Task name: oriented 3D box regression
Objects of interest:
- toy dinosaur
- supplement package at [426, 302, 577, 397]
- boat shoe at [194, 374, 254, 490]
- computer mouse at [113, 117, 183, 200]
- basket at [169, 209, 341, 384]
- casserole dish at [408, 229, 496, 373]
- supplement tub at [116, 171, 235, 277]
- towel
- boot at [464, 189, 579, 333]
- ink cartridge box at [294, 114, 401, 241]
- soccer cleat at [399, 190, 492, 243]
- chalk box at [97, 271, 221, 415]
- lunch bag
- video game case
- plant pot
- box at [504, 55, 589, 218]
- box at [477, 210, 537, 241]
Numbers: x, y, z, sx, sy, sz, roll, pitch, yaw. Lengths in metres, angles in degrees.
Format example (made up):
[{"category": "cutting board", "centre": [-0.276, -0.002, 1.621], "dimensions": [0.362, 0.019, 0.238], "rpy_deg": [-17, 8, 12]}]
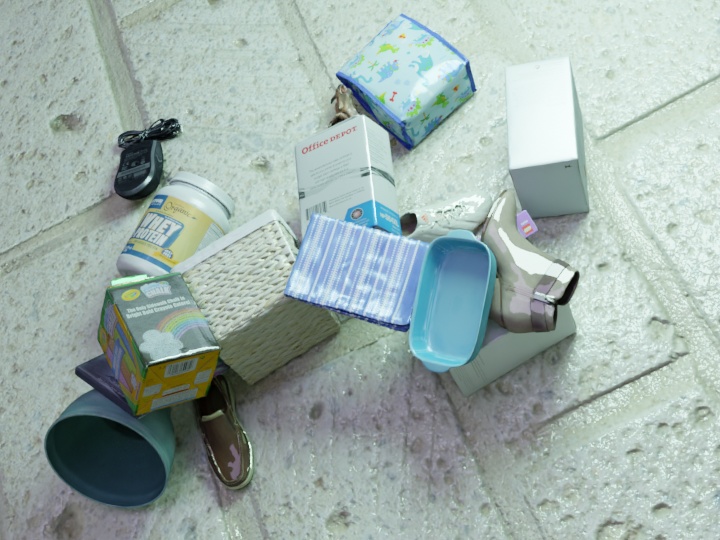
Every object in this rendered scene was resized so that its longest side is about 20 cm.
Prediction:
[{"category": "toy dinosaur", "centre": [-0.032, -0.212, 1.798], "dimensions": [0.135, 0.086, 0.201], "rpy_deg": [28, 86, 39]}, {"category": "supplement package", "centre": [0.201, 0.073, 1.518], "dimensions": [0.199, 0.120, 0.122], "rpy_deg": [-31, 56, 2]}, {"category": "boat shoe", "centre": [-0.226, 0.247, 1.610], "dimensions": [0.074, 0.075, 0.203], "rpy_deg": [-27, 56, 5]}, {"category": "computer mouse", "centre": [-0.411, -0.201, 1.955], "dimensions": [0.138, 0.053, 0.201], "rpy_deg": [-12, 46, 16]}, {"category": "basket", "centre": [-0.158, 0.045, 1.629], "dimensions": [0.199, 0.198, 0.161], "rpy_deg": [-32, 60, 1]}, {"category": "casserole dish", "centre": [0.133, 0.045, 1.428], "dimensions": [0.121, 0.039, 0.201], "rpy_deg": [9, 87, 42]}, {"category": "supplement tub", "centre": [-0.317, -0.055, 1.774], "dimensions": [0.144, 0.145, 0.201], "rpy_deg": [16, 69, 28]}, {"category": "towel", "centre": [0.000, 0.000, 1.502], "dimensions": [0.199, 0.024, 0.145], "rpy_deg": [15, 68, 9]}, {"category": "boot", "centre": [0.236, -0.008, 1.433], "dimensions": [0.146, 0.070, 0.201], "rpy_deg": [13, 79, 30]}, {"category": "ink cartridge box", "centre": [-0.022, -0.128, 1.649], "dimensions": [0.145, 0.084, 0.201], "rpy_deg": [-20, 63, 30]}, {"category": "soccer cleat", "centre": [0.121, -0.079, 1.661], "dimensions": [0.199, 0.078, 0.070], "rpy_deg": [-26, 56, 5]}, {"category": "chalk box", "centre": [-0.312, 0.091, 1.526], "dimensions": [0.124, 0.124, 0.200], "rpy_deg": [-12, 53, -32]}, {"category": "lunch bag", "centre": [0.076, -0.341, 1.798], "dimensions": [0.170, 0.128, 0.200], "rpy_deg": [-42, 66, -5]}, {"category": "video game case", "centre": [-0.323, 0.153, 1.603], "dimensions": [0.142, 0.019, 0.200], "rpy_deg": [29, 33, 27]}, {"category": "plant pot", "centre": [-0.377, 0.255, 1.610], "dimensions": [0.199, 0.201, 0.134], "rpy_deg": [-7, 33, 17]}, {"category": "box", "centre": [0.296, -0.209, 1.623], "dimensions": [0.106, 0.152, 0.201], "rpy_deg": [-6, 59, 16]}, {"category": "box", "centre": [0.173, -0.020, 1.574], "dimensions": [0.199, 0.137, 0.039], "rpy_deg": [-32, 87, 1]}]
